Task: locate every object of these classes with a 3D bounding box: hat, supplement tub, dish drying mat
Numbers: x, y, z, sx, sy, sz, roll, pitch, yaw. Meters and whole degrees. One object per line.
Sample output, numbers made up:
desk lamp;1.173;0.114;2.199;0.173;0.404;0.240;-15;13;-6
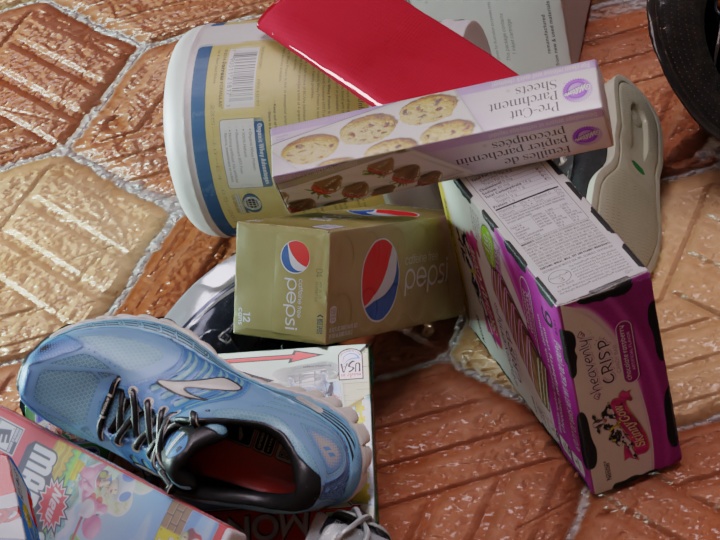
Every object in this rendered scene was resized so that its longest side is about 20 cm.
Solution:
hat;0.265;-0.139;1.728;0.200;0.201;0.081;-37;-4;-31
supplement tub;-0.017;-0.098;1.721;0.199;0.145;0.145;-3;35;16
dish drying mat;0.017;-0.135;1.625;0.077;0.018;0.200;-32;43;-20

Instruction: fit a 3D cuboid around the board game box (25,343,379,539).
board game box;-0.089;0.115;1.462;0.199;0.029;0.135;-5;68;5

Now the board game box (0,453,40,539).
board game box;-0.254;0.216;1.351;0.199;0.056;0.196;-16;60;-3

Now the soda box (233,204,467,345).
soda box;0.000;0.000;1.561;0.064;0.068;0.200;6;7;28

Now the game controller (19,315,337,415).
game controller;-0.114;0.058;1.633;0.199;0.042;0.104;-5;20;12

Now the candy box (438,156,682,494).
candy box;0.112;0.018;1.512;0.061;0.137;0.200;-20;33;-9

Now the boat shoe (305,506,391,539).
boat shoe;-0.016;0.165;1.383;0.200;0.072;0.070;-10;6;8

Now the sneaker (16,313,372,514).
sneaker;-0.096;0.080;1.399;0.199;0.079;0.090;16;15;13

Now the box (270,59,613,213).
box;0.046;-0.078;1.513;0.199;0.039;0.042;-11;53;10

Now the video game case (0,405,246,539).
video game case;-0.163;0.171;1.408;0.200;0.017;0.143;23;87;38

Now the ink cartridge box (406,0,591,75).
ink cartridge box;0.063;-0.204;1.904;0.199;0.083;0.147;-3;34;15

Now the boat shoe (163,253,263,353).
boat shoe;-0.091;0.075;1.536;0.200;0.071;0.091;-43;65;-14

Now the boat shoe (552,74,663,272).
boat shoe;0.151;-0.043;1.664;0.068;0.072;0.200;-28;30;28
